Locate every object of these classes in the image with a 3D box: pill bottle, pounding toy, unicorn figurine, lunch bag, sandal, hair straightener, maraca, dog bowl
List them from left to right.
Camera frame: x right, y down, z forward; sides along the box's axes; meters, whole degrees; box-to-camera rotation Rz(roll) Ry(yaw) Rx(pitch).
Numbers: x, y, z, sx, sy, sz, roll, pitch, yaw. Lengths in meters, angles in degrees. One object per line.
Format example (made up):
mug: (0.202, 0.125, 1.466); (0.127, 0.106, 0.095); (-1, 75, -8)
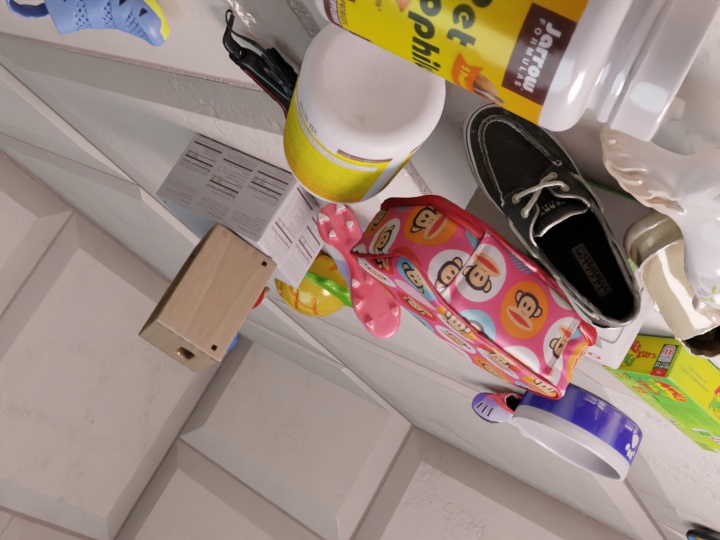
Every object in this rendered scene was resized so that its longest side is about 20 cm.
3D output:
sandal: (-0.288, -0.276, 0.837); (0.198, 0.088, 0.080); (27, 164, 12)
pounding toy: (-0.201, 0.047, 1.154); (0.141, 0.186, 0.200); (35, 157, -13)
hair straightener: (-0.059, -0.179, 0.795); (0.076, 0.041, 0.200); (7, 147, 53)
maraca: (-0.070, 0.027, 1.374); (0.199, 0.108, 0.137); (18, 168, 45)
pill bottle: (-0.006, -0.122, 0.672); (0.108, 0.110, 0.200); (32, 166, -4)
lunch bag: (0.087, 0.022, 0.697); (0.199, 0.082, 0.176); (40, 169, -18)
pill bottle: (0.079, -0.147, 0.426); (0.198, 0.110, 0.109); (29, 166, 13)
dog bowl: (0.351, 0.257, 1.316); (0.198, 0.079, 0.200); (30, 166, 8)
unicorn figurine: (0.226, -0.041, 0.496); (0.135, 0.074, 0.203); (-7, 113, 27)

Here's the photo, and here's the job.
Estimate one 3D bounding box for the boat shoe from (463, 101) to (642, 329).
boat shoe: (0.144, -0.046, 0.600); (0.201, 0.070, 0.064); (55, -171, 9)

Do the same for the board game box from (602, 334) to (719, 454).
board game box: (0.383, 0.147, 0.924); (0.199, 0.048, 0.101); (37, 165, -21)

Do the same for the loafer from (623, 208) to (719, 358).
loafer: (0.259, 0.010, 0.620); (0.200, 0.075, 0.069); (38, -152, -51)

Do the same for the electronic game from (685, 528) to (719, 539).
electronic game: (0.764, 0.588, 1.650); (0.198, 0.042, 0.200); (30, 166, 8)

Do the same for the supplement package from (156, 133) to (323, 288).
supplement package: (-0.167, -0.085, 1.188); (0.198, 0.112, 0.156); (25, 165, 27)

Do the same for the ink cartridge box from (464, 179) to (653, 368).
ink cartridge box: (0.186, -0.003, 0.746); (0.144, 0.085, 0.200); (25, 165, 28)

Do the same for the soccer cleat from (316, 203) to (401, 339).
soccer cleat: (0.000, 0.000, 1.083); (0.202, 0.066, 0.077); (62, 178, 13)

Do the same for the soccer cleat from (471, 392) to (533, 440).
soccer cleat: (0.278, 0.258, 1.544); (0.199, 0.068, 0.074); (16, 137, 60)
